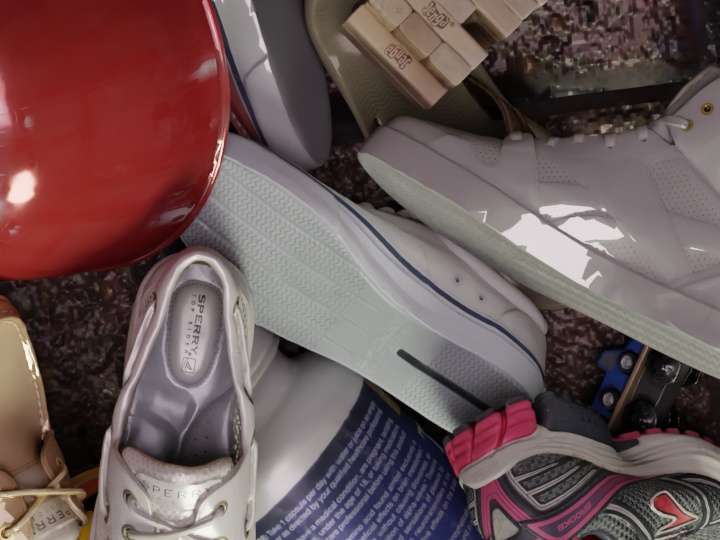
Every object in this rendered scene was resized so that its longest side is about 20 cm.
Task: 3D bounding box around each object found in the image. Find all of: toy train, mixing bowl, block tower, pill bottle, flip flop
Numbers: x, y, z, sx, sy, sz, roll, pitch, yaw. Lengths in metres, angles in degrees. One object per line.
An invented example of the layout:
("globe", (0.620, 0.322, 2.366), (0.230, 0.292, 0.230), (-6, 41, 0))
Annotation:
("toy train", (0.154, -0.005, 0.972), (0.046, 0.034, 0.200), (30, 105, 34))
("mixing bowl", (-0.165, -0.073, 0.864), (0.200, 0.108, 0.201), (14, 119, 26))
("block tower", (0.083, -0.156, 0.898), (0.058, 0.054, 0.200), (45, 85, -5))
("pill bottle", (-0.014, 0.108, 0.961), (0.111, 0.111, 0.200), (-44, 102, 9))
("flip flop", (0.046, -0.059, 0.944), (0.081, 0.058, 0.200), (-33, 109, 7))

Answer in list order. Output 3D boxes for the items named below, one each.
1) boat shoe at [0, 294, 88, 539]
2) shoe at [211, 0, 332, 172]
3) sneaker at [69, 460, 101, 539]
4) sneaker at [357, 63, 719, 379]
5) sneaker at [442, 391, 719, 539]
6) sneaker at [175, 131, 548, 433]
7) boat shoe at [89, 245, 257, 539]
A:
("boat shoe", (-0.147, 0.105, 0.886), (0.069, 0.074, 0.200), (18, 119, 36))
("shoe", (-0.087, -0.126, 0.923), (0.091, 0.072, 0.200), (-16, 113, 20))
("sneaker", (-0.095, 0.187, 0.963), (0.070, 0.090, 0.200), (-25, 125, -20))
("sneaker", (0.108, -0.043, 0.890), (0.200, 0.074, 0.116), (27, 81, 9))
("sneaker", (0.112, 0.116, 0.946), (0.081, 0.075, 0.200), (-35, 147, 32))
("sneaker", (0.000, 0.000, 0.934), (0.200, 0.071, 0.073), (38, 125, -15))
("boat shoe", (-0.077, 0.088, 0.859), (0.071, 0.069, 0.201), (1, 82, -4))
